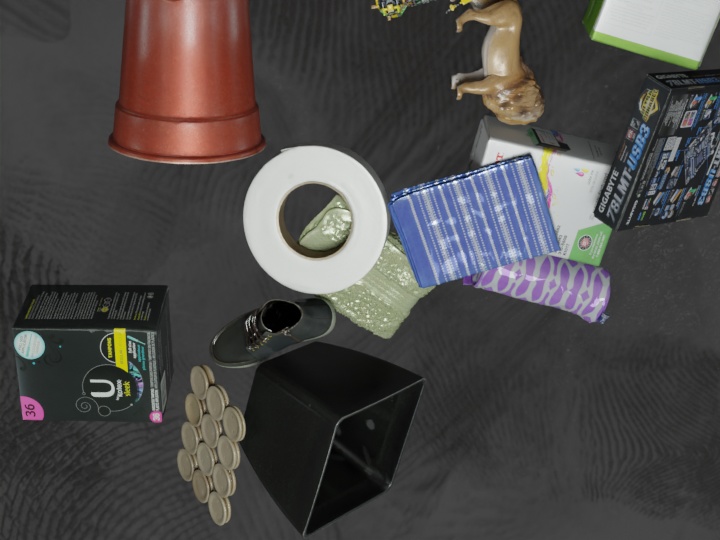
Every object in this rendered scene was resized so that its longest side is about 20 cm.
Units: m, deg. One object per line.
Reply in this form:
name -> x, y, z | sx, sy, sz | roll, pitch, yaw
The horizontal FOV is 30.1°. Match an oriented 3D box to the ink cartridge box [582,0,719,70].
ink cartridge box -> 0.378, -0.368, 1.640 | 0.146, 0.076, 0.202 | 14, 116, -7

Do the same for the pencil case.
pencil case -> 0.248, 0.011, 1.839 | 0.197, 0.085, 0.086 | 19, 140, -8

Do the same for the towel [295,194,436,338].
towel -> 0.000, 0.000, 1.853 | 0.199, 0.037, 0.149 | 34, 114, -17

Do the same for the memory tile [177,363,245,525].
memory tile -> -0.216, 0.250, 1.931 | 0.017, 0.153, 0.202 | -10, 126, -35

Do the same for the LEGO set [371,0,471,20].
LEGO set -> 0.087, -0.382, 1.585 | 0.197, 0.116, 0.156 | -2, 93, 8

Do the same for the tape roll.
tape roll -> -0.059, -0.071, 1.787 | 0.199, 0.037, 0.206 | 2, 105, 9

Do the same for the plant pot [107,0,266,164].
plant pot -> -0.212, -0.253, 1.642 | 0.197, 0.201, 0.198 | 2, 110, -2

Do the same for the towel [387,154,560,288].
towel -> 0.147, -0.060, 1.736 | 0.197, 0.024, 0.146 | -16, 116, 12

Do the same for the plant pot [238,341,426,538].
plant pot -> -0.056, 0.214, 1.864 | 0.176, 0.199, 0.202 | 32, 121, 28

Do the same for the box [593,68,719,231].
box -> 0.405, -0.155, 1.707 | 0.197, 0.050, 0.202 | -12, 128, -41

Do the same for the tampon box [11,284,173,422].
tampon box -> -0.368, 0.114, 1.859 | 0.197, 0.127, 0.152 | 0, 117, 0

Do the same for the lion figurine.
lion figurine -> 0.175, -0.280, 1.689 | 0.120, 0.073, 0.203 | -5, 114, -6

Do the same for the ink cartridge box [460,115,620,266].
ink cartridge box -> 0.239, -0.105, 1.771 | 0.197, 0.084, 0.147 | 12, 117, -6

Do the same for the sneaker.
sneaker -> -0.142, 0.079, 1.836 | 0.198, 0.106, 0.076 | -22, 76, 21
